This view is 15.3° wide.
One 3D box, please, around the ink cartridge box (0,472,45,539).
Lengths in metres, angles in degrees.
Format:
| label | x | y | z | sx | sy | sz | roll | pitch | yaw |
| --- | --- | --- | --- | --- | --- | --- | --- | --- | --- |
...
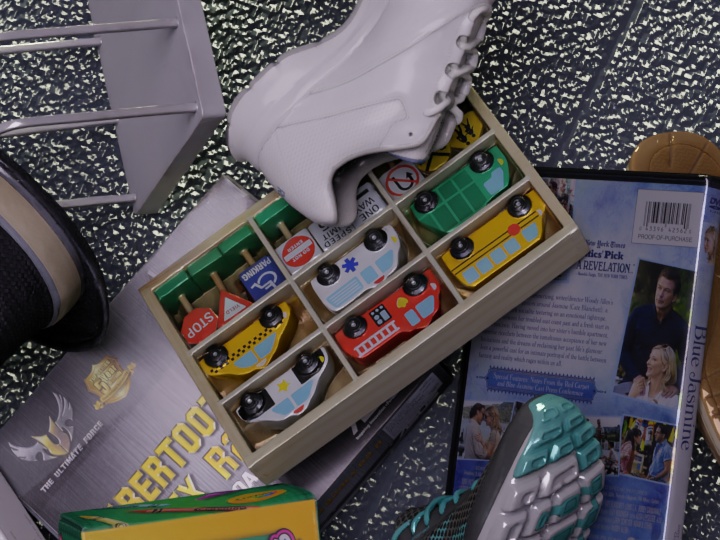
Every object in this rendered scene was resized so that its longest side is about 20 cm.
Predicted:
| label | x | y | z | sx | sy | sz | roll | pitch | yaw |
| --- | --- | --- | --- | --- | --- | --- | --- | --- | --- |
| ink cartridge box | -0.243 | 0.172 | 1.377 | 0.176 | 0.045 | 0.200 | -42 | 72 | 16 |

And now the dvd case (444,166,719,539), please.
| label | x | y | z | sx | sy | sz | roll | pitch | yaw |
| --- | --- | --- | --- | --- | --- | --- | --- | --- | --- |
| dvd case | 0.107 | 0.049 | 1.321 | 0.142 | 0.018 | 0.201 | 5 | 87 | 43 |

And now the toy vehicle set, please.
| label | x | y | z | sx | sy | sz | roll | pitch | yaw |
| --- | --- | --- | --- | --- | --- | --- | --- | --- | --- |
| toy vehicle set | 0.000 | 0.000 | 1.335 | 0.200 | 0.027 | 0.124 | -36 | 58 | 0 |

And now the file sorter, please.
| label | x | y | z | sx | sy | sz | roll | pitch | yaw |
| --- | --- | --- | --- | --- | --- | --- | --- | --- | --- |
| file sorter | -0.165 | -0.140 | 1.388 | 0.124 | 0.139 | 0.201 | -8 | 73 | -22 |

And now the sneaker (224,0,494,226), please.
| label | x | y | z | sx | sy | sz | roll | pitch | yaw |
| --- | --- | --- | --- | --- | --- | --- | --- | --- | --- |
| sneaker | 0.027 | -0.103 | 1.320 | 0.200 | 0.074 | 0.087 | -46 | 69 | 14 |

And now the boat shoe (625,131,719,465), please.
| label | x | y | z | sx | sy | sz | roll | pitch | yaw |
| --- | --- | --- | --- | --- | --- | --- | --- | --- | --- |
| boat shoe | 0.180 | 0.031 | 1.333 | 0.073 | 0.069 | 0.201 | -10 | 67 | -14 |

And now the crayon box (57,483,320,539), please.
| label | x | y | z | sx | sy | sz | roll | pitch | yaw |
| --- | --- | --- | --- | --- | --- | --- | --- | --- | --- |
| crayon box | -0.075 | 0.211 | 1.297 | 0.118 | 0.058 | 0.201 | -6 | 92 | -19 |

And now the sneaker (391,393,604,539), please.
| label | x | y | z | sx | sy | sz | roll | pitch | yaw |
| --- | --- | --- | --- | --- | --- | --- | --- | --- | --- |
| sneaker | 0.052 | 0.135 | 1.293 | 0.091 | 0.077 | 0.201 | 39 | 127 | 32 |

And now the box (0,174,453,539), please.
| label | x | y | z | sx | sy | sz | roll | pitch | yaw |
| --- | --- | --- | --- | --- | --- | --- | --- | --- | --- |
| box | -0.075 | 0.076 | 1.386 | 0.158 | 0.048 | 0.200 | 41 | 88 | 17 |

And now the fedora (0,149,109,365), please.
| label | x | y | z | sx | sy | sz | roll | pitch | yaw |
| --- | --- | --- | --- | --- | --- | --- | --- | --- | --- |
| fedora | -0.226 | -0.004 | 1.333 | 0.200 | 0.201 | 0.092 | 30 | 62 | 17 |
